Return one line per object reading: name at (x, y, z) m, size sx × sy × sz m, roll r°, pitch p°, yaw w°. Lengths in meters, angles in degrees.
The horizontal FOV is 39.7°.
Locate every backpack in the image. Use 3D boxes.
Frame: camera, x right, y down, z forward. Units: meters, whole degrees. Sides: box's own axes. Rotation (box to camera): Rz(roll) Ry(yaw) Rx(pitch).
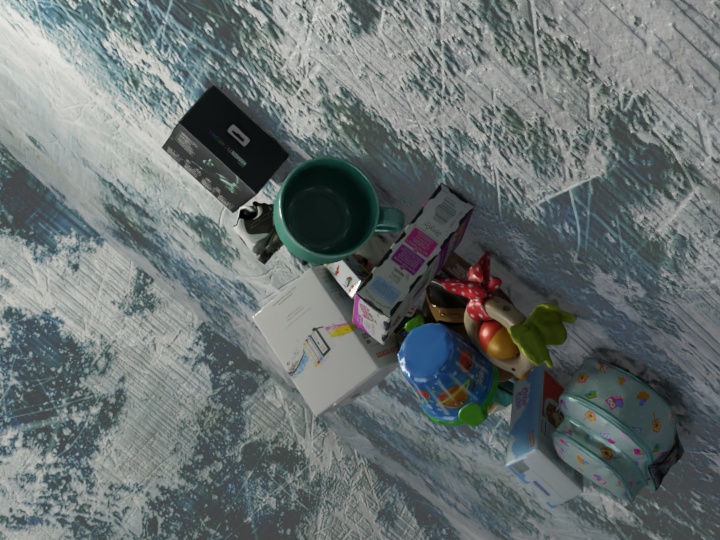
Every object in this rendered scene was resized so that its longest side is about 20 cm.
backpack at (0.369, 0.230, 1.457) m, size 0.175 × 0.153 × 0.201 m, roll 33°, pitch 156°, yaw 35°

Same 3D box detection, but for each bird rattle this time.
bird rattle at (0.198, 0.082, 1.443) m, size 0.199 × 0.113 × 0.164 m, roll 28°, pitch 144°, yaw 20°

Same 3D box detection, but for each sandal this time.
sandal at (0.146, 0.068, 1.538) m, size 0.200 × 0.055 × 0.082 m, roll 43°, pitch 162°, yaw -16°

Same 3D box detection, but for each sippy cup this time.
sippy cup at (0.124, 0.148, 1.512) m, size 0.177 × 0.141 × 0.130 m, roll 12°, pitch 158°, yaw 38°

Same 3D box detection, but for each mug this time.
mug at (-0.044, -0.076, 1.519) m, size 0.185 × 0.152 × 0.114 m, roll 40°, pitch 166°, yaw -6°

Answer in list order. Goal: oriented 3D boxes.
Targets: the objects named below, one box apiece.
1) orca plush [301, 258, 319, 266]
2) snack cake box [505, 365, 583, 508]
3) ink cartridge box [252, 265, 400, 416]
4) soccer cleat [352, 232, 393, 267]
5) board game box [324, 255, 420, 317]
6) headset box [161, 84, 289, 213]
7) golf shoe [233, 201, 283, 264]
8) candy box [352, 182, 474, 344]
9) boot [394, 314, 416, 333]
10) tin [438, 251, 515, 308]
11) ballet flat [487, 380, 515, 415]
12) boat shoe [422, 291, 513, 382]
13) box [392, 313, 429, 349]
orca plush at (-0.066, -0.051, 1.777) m, size 0.070 × 0.106 × 0.200 m, roll 4°, pitch 153°, yaw 5°
snack cake box at (0.300, 0.265, 1.611) m, size 0.115 × 0.201 × 0.067 m, roll 42°, pitch 123°, yaw -16°
ink cartridge box at (-0.046, 0.112, 1.653) m, size 0.201 × 0.144 × 0.147 m, roll 55°, pitch -159°, yaw 11°
soccer cleat at (-0.005, -0.066, 1.622) m, size 0.199 × 0.078 × 0.069 m, roll 26°, pitch -165°, yaw -12°
board game box at (0.000, 0.000, 1.637) m, size 0.126 × 0.035 × 0.200 m, roll 19°, pitch -162°, yaw -36°
headset box at (-0.230, -0.202, 1.686) m, size 0.174 × 0.093 × 0.200 m, roll 42°, pitch 163°, yaw -9°
golf shoe at (-0.160, -0.093, 1.727) m, size 0.094 × 0.078 × 0.200 m, roll 38°, pitch -157°, yaw -8°
candy box at (0.070, -0.007, 1.375) m, size 0.061 × 0.201 × 0.137 m, roll 35°, pitch 162°, yaw 9°
boot at (0.076, 0.117, 1.906) m, size 0.203 × 0.074 × 0.154 m, roll 37°, pitch 166°, yaw 11°
tin at (0.152, 0.020, 1.558) m, size 0.199 × 0.042 × 0.112 m, roll 38°, pitch 159°, yaw 2°
ballet flat at (0.220, 0.216, 1.754) m, size 0.067 × 0.071 × 0.200 m, roll 36°, pitch -173°, yaw 36°
boat shoe at (0.186, 0.103, 1.669) m, size 0.200 × 0.071 × 0.065 m, roll 45°, pitch -164°, yaw -10°
box at (0.138, 0.140, 1.709) m, size 0.200 × 0.064 × 0.070 m, roll 29°, pitch -155°, yaw -56°
